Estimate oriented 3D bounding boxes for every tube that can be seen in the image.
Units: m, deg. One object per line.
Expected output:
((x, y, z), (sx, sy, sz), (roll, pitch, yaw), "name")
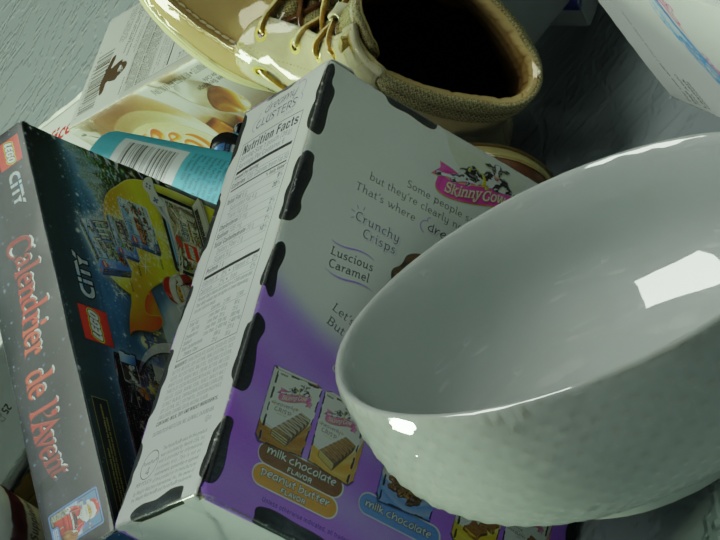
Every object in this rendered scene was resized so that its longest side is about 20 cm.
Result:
((-0.045, -0.024, 1.385), (0.199, 0.050, 0.078), (15, 93, 28), "tube")

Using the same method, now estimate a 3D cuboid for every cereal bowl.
((0.095, 0.032, 1.052), (0.200, 0.083, 0.200), (-23, 19, 9), "cereal bowl")

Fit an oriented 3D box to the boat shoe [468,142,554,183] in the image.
((-0.001, 0.000, 1.294), (0.200, 0.072, 0.068), (-16, 32, 27), "boat shoe")

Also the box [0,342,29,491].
((-0.185, 0.099, 1.402), (0.156, 0.041, 0.200), (-60, 1, -43), "box")

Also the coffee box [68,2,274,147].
((-0.058, -0.104, 1.542), (0.200, 0.114, 0.080), (-21, 45, 56), "coffee box")

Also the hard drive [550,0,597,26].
((0.030, -0.180, 1.404), (0.199, 0.025, 0.132), (3, 60, 24), "hard drive")

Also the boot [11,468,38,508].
((-0.173, 0.187, 1.382), (0.155, 0.072, 0.201), (157, 128, -72), "boot")

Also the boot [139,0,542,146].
((-0.012, -0.114, 1.291), (0.073, 0.200, 0.155), (-57, -1, -10), "boot")

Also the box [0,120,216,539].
((-0.091, 0.045, 1.209), (0.038, 0.136, 0.200), (-33, 56, 27), "box")

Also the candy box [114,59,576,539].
((0.012, 0.044, 1.153), (0.071, 0.167, 0.201), (-27, 40, 52), "candy box")

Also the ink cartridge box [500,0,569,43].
((0.034, -0.208, 1.349), (0.200, 0.088, 0.145), (29, 74, 34), "ink cartridge box")

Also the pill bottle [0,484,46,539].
((-0.148, 0.157, 1.179), (0.114, 0.200, 0.114), (-39, 31, 29), "pill bottle")

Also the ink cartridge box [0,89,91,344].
((-0.152, -0.007, 1.664), (0.147, 0.083, 0.201), (-31, 38, 50), "ink cartridge box")

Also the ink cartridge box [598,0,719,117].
((0.183, -0.122, 1.042), (0.145, 0.084, 0.200), (-43, 23, -4), "ink cartridge box")

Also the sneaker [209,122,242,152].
((-0.036, -0.038, 1.436), (0.200, 0.090, 0.079), (-37, 24, 44), "sneaker")
